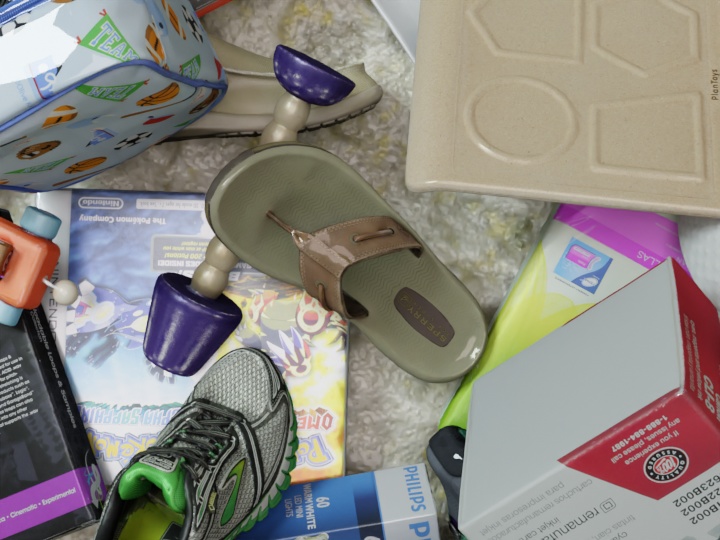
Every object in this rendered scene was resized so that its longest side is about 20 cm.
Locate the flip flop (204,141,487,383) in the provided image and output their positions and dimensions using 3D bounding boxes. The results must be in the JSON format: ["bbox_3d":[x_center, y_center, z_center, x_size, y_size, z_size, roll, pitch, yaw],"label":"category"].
[{"bbox_3d":[0.000,0.000,0.990,0.200,0.058,0.081,41,92,-23],"label":"flip flop"}]

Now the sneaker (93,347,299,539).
[{"bbox_3d":[-0.092,0.119,0.978,0.078,0.085,0.200,11,50,16],"label":"sneaker"}]

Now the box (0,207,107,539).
[{"bbox_3d":[-0.246,0.080,1.050,0.143,0.036,0.201,-22,82,14],"label":"box"}]

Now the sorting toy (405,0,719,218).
[{"bbox_3d":[0.131,-0.108,1.023,0.199,0.037,0.186,3,54,4],"label":"sorting toy"}]

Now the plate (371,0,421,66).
[{"bbox_3d":[0.110,-0.187,1.097,0.199,0.032,0.200,-33,88,-3],"label":"plate"}]

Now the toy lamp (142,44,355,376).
[{"bbox_3d":[-0.070,-0.032,1.018,0.058,0.058,0.200,29,99,0],"label":"toy lamp"}]

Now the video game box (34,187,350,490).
[{"bbox_3d":[-0.105,0.043,1.077,0.199,0.047,0.183,1,90,-1],"label":"video game box"}]

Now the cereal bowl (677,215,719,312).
[{"bbox_3d":[0.289,-0.021,1.012,0.200,0.200,0.083,28,132,0],"label":"cereal bowl"}]

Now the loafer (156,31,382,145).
[{"bbox_3d":[-0.087,-0.115,1.069,0.199,0.076,0.069,-5,93,-1],"label":"loafer"}]

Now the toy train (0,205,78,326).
[{"bbox_3d":[-0.262,0.036,1.010,0.150,0.056,0.200,30,95,17],"label":"toy train"}]

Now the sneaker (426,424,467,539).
[{"bbox_3d":[0.083,0.179,1.029,0.087,0.074,0.200,-38,118,5],"label":"sneaker"}]

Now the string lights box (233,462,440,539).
[{"bbox_3d":[-0.049,0.187,1.046,0.199,0.059,0.103,-10,116,-1],"label":"string lights box"}]

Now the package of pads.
[{"bbox_3d":[0.159,0.048,1.069,0.154,0.068,0.200,30,90,0],"label":"package of pads"}]

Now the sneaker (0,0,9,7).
[{"bbox_3d":[-0.238,-0.116,1.057,0.070,0.093,0.200,25,87,0],"label":"sneaker"}]

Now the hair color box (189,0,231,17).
[{"bbox_3d":[-0.132,-0.250,1.055,0.111,0.064,0.200,-27,70,-2],"label":"hair color box"}]

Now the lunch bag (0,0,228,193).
[{"bbox_3d":[-0.167,-0.099,0.948,0.160,0.200,0.076,-25,83,11],"label":"lunch bag"}]

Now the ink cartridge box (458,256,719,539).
[{"bbox_3d":[0.171,0.130,0.941,0.145,0.145,0.200,-35,109,22],"label":"ink cartridge box"}]
